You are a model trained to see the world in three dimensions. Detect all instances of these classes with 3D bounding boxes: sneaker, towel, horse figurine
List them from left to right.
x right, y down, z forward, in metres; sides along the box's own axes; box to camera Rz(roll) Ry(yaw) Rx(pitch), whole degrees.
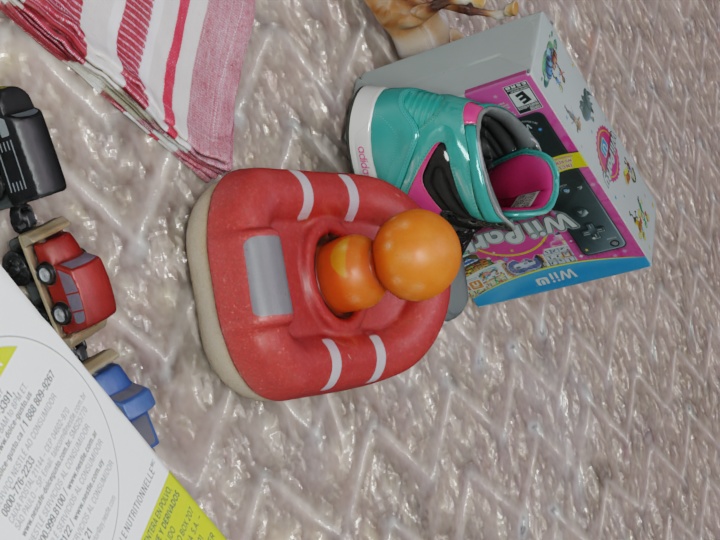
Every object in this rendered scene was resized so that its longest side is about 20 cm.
[{"bbox_3d":[-0.126,-0.158,0.821,0.200,0.023,0.146,40,45,-46],"label":"towel"},{"bbox_3d":[0.062,-0.168,1.069,0.200,0.131,0.050,44,64,-55],"label":"horse figurine"},{"bbox_3d":[0.074,-0.039,0.986,0.201,0.119,0.084,68,35,-43],"label":"sneaker"}]

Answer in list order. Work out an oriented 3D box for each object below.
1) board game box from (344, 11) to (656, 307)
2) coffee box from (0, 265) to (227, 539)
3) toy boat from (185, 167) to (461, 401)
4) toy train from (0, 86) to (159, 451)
[{"bbox_3d":[0.103,-0.070,1.051,0.200,0.146,0.065,49,39,-38],"label":"board game box"},{"bbox_3d":[-0.166,0.144,0.453,0.199,0.198,0.201,56,36,-31],"label":"coffee box"},{"bbox_3d":[0.000,0.000,0.863,0.199,0.129,0.132,-3,81,-60],"label":"toy boat"},{"bbox_3d":[-0.138,0.009,0.708,0.034,0.045,0.202,-34,108,-58],"label":"toy train"}]
